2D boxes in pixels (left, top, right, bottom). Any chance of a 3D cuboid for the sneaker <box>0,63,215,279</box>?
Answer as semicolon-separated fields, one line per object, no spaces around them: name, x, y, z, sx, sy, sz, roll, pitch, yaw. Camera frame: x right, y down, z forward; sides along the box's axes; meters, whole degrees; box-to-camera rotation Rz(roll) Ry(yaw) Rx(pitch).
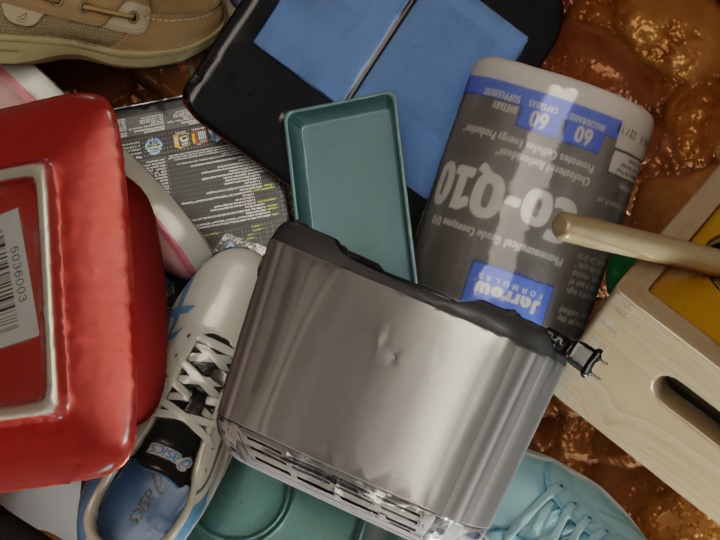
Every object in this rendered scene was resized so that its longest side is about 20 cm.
sneaker;-0.179;-0.040;1.250;0.200;0.075;0.105;42;83;17

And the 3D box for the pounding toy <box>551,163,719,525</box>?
pounding toy;0.204;0.026;1.186;0.200;0.142;0.184;38;49;9

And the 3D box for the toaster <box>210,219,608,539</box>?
toaster;0.020;0.066;1.135;0.199;0.114;0.130;23;89;16

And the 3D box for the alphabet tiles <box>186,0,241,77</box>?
alphabet tiles;-0.014;-0.155;1.342;0.199;0.006;0.167;-15;80;1

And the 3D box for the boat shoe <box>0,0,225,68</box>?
boat shoe;-0.157;-0.163;1.265;0.071;0.199;0.065;42;126;34

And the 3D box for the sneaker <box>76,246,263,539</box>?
sneaker;-0.095;0.081;1.188;0.072;0.072;0.201;26;85;-11

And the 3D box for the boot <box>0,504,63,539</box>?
boot;-0.245;0.134;1.196;0.199;0.139;0.078;15;58;40

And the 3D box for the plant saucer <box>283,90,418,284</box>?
plant saucer;0.000;0.000;1.221;0.070;0.019;0.201;-10;77;15

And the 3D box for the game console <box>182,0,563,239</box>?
game console;0.013;-0.132;1.279;0.177;0.031;0.200;36;83;-23

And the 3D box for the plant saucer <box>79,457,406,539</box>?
plant saucer;-0.068;0.126;1.229;0.199;0.027;0.201;-2;75;8

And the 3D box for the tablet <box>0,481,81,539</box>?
tablet;-0.125;0.179;1.287;0.199;0.014;0.131;2;80;5

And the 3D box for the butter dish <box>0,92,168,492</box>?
butter dish;-0.176;0.022;1.164;0.199;0.148;0.201;-9;80;29

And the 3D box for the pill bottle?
pill bottle;0.089;-0.014;1.249;0.113;0.114;0.201;19;91;7

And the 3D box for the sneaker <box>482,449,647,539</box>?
sneaker;0.140;0.169;1.235;0.200;0.082;0.074;38;84;9

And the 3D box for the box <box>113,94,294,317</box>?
box;-0.137;-0.018;1.304;0.199;0.044;0.161;-11;81;4
